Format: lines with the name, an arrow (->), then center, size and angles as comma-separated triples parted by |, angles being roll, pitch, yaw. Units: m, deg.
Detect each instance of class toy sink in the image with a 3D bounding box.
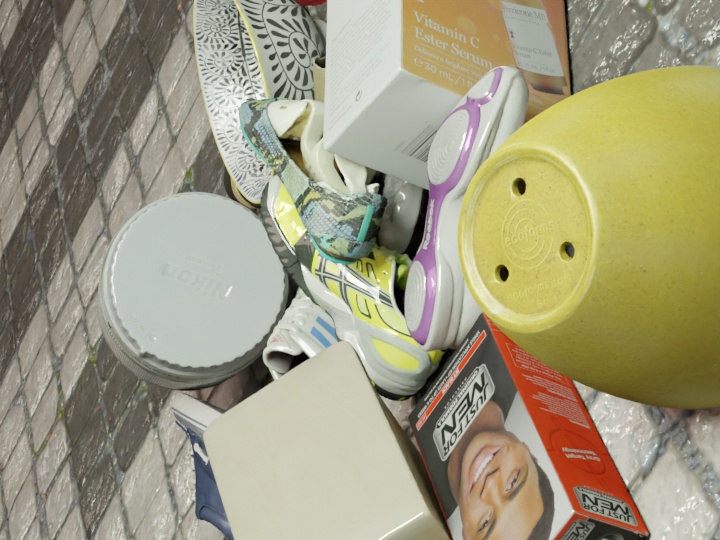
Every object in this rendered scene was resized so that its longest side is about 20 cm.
toy sink -> -0.012, 0.169, 1.195 | 0.130, 0.112, 0.200 | -32, 36, 3

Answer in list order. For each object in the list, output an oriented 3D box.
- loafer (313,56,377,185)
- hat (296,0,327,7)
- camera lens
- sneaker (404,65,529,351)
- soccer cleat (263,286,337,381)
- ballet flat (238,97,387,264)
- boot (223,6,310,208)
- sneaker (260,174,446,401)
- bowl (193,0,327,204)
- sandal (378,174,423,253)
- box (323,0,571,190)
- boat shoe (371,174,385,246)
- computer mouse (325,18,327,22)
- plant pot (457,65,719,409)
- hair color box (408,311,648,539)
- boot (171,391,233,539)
loafer -> -0.010, -0.140, 1.388 | 0.076, 0.067, 0.200 | 17, 85, 55
hat -> 0.014, -0.235, 1.502 | 0.200, 0.165, 0.176 | -110, 21, -45
camera lens -> -0.147, 0.020, 1.505 | 0.200, 0.160, 0.160 | 141, 144, -78
sneaker -> 0.092, -0.040, 1.182 | 0.075, 0.099, 0.201 | -131, 51, -66
soccer cleat -> -0.039, 0.050, 1.403 | 0.070, 0.086, 0.200 | -51, 32, 34
ballet flat -> -0.032, -0.088, 1.301 | 0.074, 0.074, 0.200 | -58, 44, 24
boot -> -0.056, -0.150, 1.606 | 0.138, 0.077, 0.201 | 18, 102, 60
sneaker -> 0.000, 0.000, 1.319 | 0.076, 0.075, 0.200 | -42, 77, 24
bowl -> -0.069, -0.165, 1.501 | 0.201, 0.094, 0.201 | 165, 90, -73
sandal -> 0.055, -0.100, 1.374 | 0.082, 0.050, 0.203 | 127, 159, -64
box -> 0.063, -0.169, 1.282 | 0.106, 0.152, 0.200 | -42, 38, 46
boat shoe -> -0.016, -0.055, 1.449 | 0.073, 0.072, 0.200 | -66, 26, 5
computer mouse -> -0.012, -0.214, 1.581 | 0.140, 0.046, 0.201 | -8, 65, 60
plant pot -> 0.139, -0.018, 0.967 | 0.200, 0.142, 0.201 | 1, 92, 47
hair color box -> 0.101, 0.128, 1.107 | 0.102, 0.061, 0.200 | -57, 29, 23
boot -> -0.128, 0.169, 1.508 | 0.200, 0.073, 0.091 | 18, 83, 63
